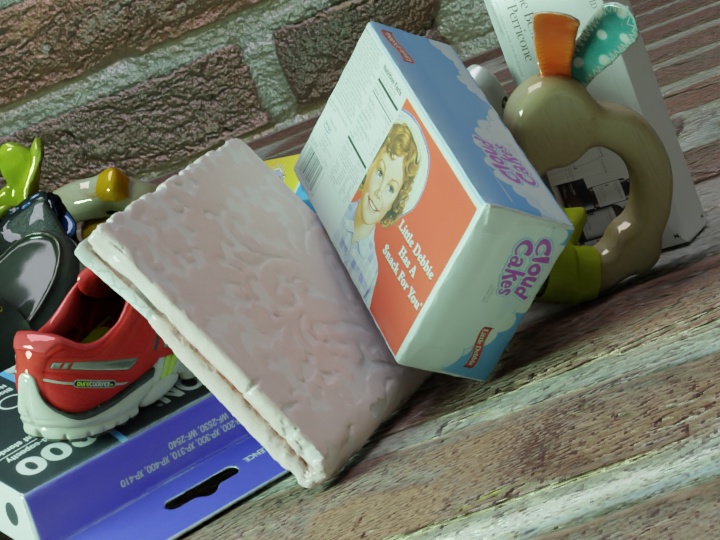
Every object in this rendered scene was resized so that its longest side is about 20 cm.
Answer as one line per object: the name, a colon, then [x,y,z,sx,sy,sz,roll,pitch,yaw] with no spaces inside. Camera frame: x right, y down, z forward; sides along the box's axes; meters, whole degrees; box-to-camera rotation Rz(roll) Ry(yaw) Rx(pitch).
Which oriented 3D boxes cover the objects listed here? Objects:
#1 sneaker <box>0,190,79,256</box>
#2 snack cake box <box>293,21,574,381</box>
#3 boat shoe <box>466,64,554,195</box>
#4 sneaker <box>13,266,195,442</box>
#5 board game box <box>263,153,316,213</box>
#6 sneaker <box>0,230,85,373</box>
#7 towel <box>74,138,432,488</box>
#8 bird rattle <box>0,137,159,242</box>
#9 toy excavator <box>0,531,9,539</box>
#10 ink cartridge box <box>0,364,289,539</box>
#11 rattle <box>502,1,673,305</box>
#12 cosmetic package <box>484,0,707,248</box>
sneaker: [-0.265,-0.022,1.439,0.200,0.073,0.112,36,79,33]
snack cake box: [0.039,-0.044,1.204,0.067,0.115,0.200,13,31,-31]
boat shoe: [0.111,-0.080,1.396,0.071,0.070,0.200,27,-6,30]
sneaker: [-0.124,0.023,1.173,0.077,0.086,0.200,9,32,32]
board game box: [0.005,-0.039,1.506,0.200,0.152,0.041,-5,63,61]
sneaker: [-0.251,0.031,1.283,0.074,0.107,0.201,5,52,34]
towel: [-0.052,0.020,1.174,0.032,0.191,0.200,-47,-3,28]
bird rattle: [-0.192,-0.012,1.532,0.162,0.200,0.113,-22,43,37]
toy excavator: [-0.199,0.108,1.333,0.200,0.100,0.194,-38,13,-11]
ink cartridge box: [-0.137,0.091,1.188,0.197,0.044,0.199,-28,32,-32]
rattle: [0.118,-0.091,1.268,0.129,0.201,0.143,-16,27,4]
cosmetic package: [0.155,-0.107,1.338,0.082,0.201,0.051,-17,9,28]
